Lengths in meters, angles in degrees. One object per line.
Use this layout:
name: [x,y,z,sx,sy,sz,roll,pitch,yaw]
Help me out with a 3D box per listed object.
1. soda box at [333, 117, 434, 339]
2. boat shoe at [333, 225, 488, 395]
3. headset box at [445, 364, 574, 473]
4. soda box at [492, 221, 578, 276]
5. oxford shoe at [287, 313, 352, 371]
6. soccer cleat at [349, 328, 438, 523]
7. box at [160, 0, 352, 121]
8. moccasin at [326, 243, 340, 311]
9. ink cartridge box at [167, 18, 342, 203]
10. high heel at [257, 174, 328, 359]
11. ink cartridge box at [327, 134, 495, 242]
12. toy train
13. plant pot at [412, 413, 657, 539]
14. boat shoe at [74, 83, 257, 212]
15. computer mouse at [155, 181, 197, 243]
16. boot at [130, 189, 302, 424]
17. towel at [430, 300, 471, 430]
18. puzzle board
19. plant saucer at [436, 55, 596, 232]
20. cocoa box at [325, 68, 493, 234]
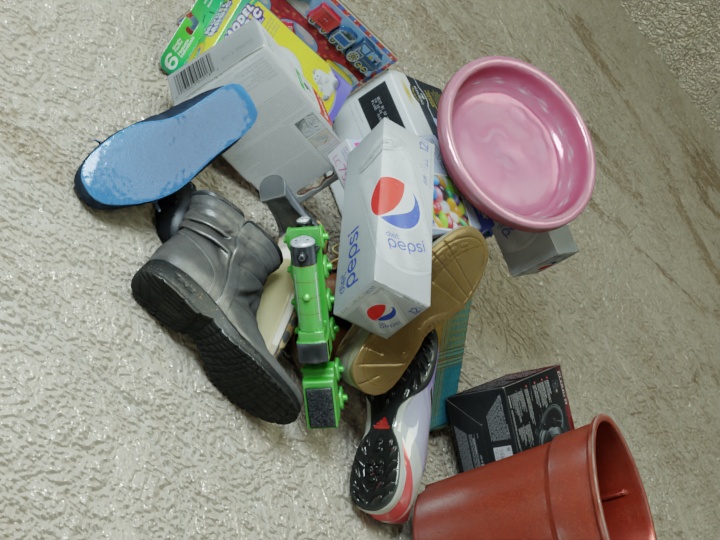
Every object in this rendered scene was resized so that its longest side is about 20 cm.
soda box: [0.024,-0.042,1.194,0.063,0.068,0.201,26,48,-25]
boat shoe: [0.043,0.031,1.241,0.200,0.069,0.074,-47,117,-20]
headset box: [0.183,0.194,1.451,0.200,0.077,0.150,-10,87,-63]
soda box: [0.171,-0.097,1.459,0.068,0.063,0.201,-7,72,-60]
oxford shoe: [-0.004,0.067,1.301,0.200,0.071,0.072,-8,71,-60]
soccer cleat: [0.040,0.148,1.256,0.073,0.068,0.201,47,50,-53]
box: [-0.109,-0.206,1.351,0.200,0.048,0.118,37,77,-34]
moccasin: [0.002,0.000,1.327,0.201,0.073,0.078,-24,121,-70]
ink cartridge box: [-0.093,-0.151,1.298,0.200,0.109,0.051,46,17,-47]
high heel: [-0.065,0.023,1.263,0.143,0.071,0.201,57,31,-57]
ink cartridge box: [0.065,-0.083,1.345,0.199,0.042,0.120,-7,67,-49]
toy train: [-0.042,0.051,1.160,0.056,0.041,0.201,-77,162,-68]
plant pot: [0.166,0.258,1.232,0.201,0.194,0.202,50,31,-46]
boat shoe: [-0.176,-0.102,1.160,0.200,0.068,0.085,-28,98,-39]
computer mouse: [-0.163,-0.093,1.228,0.059,0.034,0.201,37,34,-36]
boot: [-0.099,0.029,1.139,0.200,0.070,0.132,51,45,-19]
towel: [0.076,0.074,1.357,0.146,0.022,0.201,-3,103,-61]
puzzle board: [-0.078,-0.249,1.400,0.200,0.150,0.017,38,33,-36]
plant saucer: [0.161,-0.130,1.376,0.200,0.051,0.202,12,65,-26]
cocoa box: [0.052,-0.109,1.501,0.131,0.133,0.201,6,58,-58]
